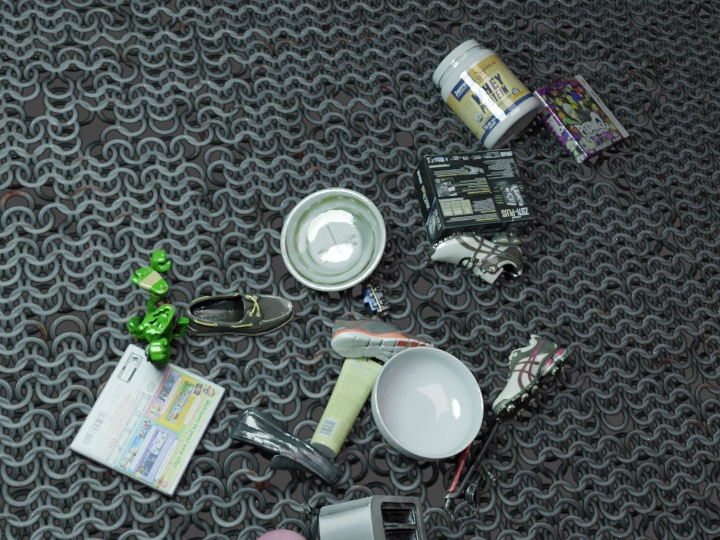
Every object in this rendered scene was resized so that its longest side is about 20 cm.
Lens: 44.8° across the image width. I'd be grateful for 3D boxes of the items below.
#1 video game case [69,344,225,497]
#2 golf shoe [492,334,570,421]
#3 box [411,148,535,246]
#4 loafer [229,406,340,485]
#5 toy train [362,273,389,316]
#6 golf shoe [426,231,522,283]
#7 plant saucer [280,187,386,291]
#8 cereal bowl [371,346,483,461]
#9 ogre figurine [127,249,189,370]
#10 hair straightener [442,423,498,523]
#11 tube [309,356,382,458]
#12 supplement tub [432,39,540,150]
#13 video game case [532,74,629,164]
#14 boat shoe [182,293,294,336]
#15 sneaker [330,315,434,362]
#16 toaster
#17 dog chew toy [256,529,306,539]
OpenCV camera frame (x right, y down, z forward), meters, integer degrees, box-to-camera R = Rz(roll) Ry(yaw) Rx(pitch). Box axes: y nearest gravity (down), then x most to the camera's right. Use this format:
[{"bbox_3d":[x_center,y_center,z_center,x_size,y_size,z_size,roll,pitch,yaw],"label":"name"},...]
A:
[{"bbox_3d":[-0.349,0.246,1.449,0.182,0.022,0.200,26,61,-2],"label":"video game case"},{"bbox_3d":[0.300,0.201,1.624,0.088,0.077,0.200,37,58,27],"label":"golf shoe"},{"bbox_3d":[0.223,-0.147,1.745,0.199,0.086,0.164,-7,68,-18],"label":"box"},{"bbox_3d":[-0.126,0.305,1.457,0.200,0.068,0.070,32,70,7],"label":"loafer"},{"bbox_3d":[0.000,0.000,1.647,0.046,0.034,0.200,-23,72,-10],"label":"toy train"},{"bbox_3d":[0.228,-0.021,1.695,0.199,0.078,0.095,-3,67,-15],"label":"golf shoe"},{"bbox_3d":[-0.048,-0.053,1.629,0.200,0.050,0.201,-3,74,9],"label":"plant saucer"},{"bbox_3d":[0.110,0.240,1.538,0.199,0.083,0.201,6,65,-12],"label":"cereal bowl"},{"bbox_3d":[-0.337,0.080,1.459,0.098,0.120,0.200,-18,59,-21],"label":"ogre figurine"},{"bbox_3d":[0.204,0.354,1.533,0.077,0.041,0.200,27,62,-1],"label":"hair straightener"},{"bbox_3d":[-0.024,0.232,1.530,0.058,0.052,0.200,55,47,-35],"label":"tube"},{"bbox_3d":[0.260,-0.368,1.825,0.144,0.144,0.200,-35,78,-26],"label":"supplement tub"},{"bbox_3d":[0.473,-0.330,1.891,0.200,0.036,0.181,-26,76,-43],"label":"video game case"},{"bbox_3d":[-0.211,0.075,1.542,0.201,0.061,0.072,-7,67,-18],"label":"boat shoe"},{"bbox_3d":[0.042,0.116,1.585,0.200,0.077,0.082,13,41,-21],"label":"sneaker"},{"bbox_3d":[0.023,0.445,1.354,0.200,0.118,0.181,21,52,-50],"label":"toaster"},{"bbox_3d":[-0.166,0.479,1.337,0.200,0.125,0.125,-19,72,-14],"label":"dog chew toy"}]
